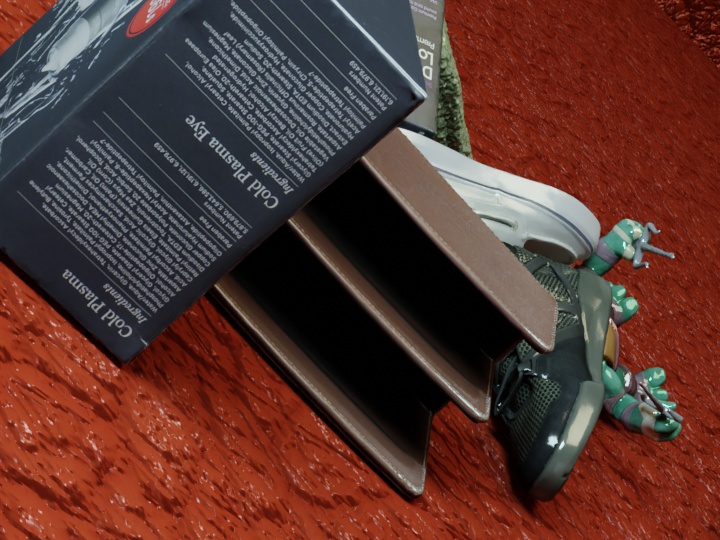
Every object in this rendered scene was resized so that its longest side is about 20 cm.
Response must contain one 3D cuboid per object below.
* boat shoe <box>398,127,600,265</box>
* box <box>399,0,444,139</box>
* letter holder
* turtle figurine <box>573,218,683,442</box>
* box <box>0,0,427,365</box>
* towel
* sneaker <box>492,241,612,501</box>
[{"bbox_3d":[0.070,-0.031,1.568,0.199,0.072,0.066,23,67,-37],"label":"boat shoe"},{"bbox_3d":[-0.011,-0.189,1.580,0.142,0.036,0.201,19,61,-27],"label":"box"},{"bbox_3d":[0.000,0.000,1.279,0.200,0.100,0.142,47,17,-10],"label":"letter holder"},{"bbox_3d":[0.163,0.043,1.635,0.200,0.100,0.151,43,44,-77],"label":"turtle figurine"},{"bbox_3d":[-0.074,-0.088,1.115,0.104,0.182,0.200,43,15,-19],"label":"box"},{"bbox_3d":[0.047,-0.155,1.732,0.200,0.036,0.149,75,3,-62],"label":"towel"},{"bbox_3d":[0.088,0.053,1.468,0.114,0.076,0.200,24,37,-10],"label":"sneaker"}]
